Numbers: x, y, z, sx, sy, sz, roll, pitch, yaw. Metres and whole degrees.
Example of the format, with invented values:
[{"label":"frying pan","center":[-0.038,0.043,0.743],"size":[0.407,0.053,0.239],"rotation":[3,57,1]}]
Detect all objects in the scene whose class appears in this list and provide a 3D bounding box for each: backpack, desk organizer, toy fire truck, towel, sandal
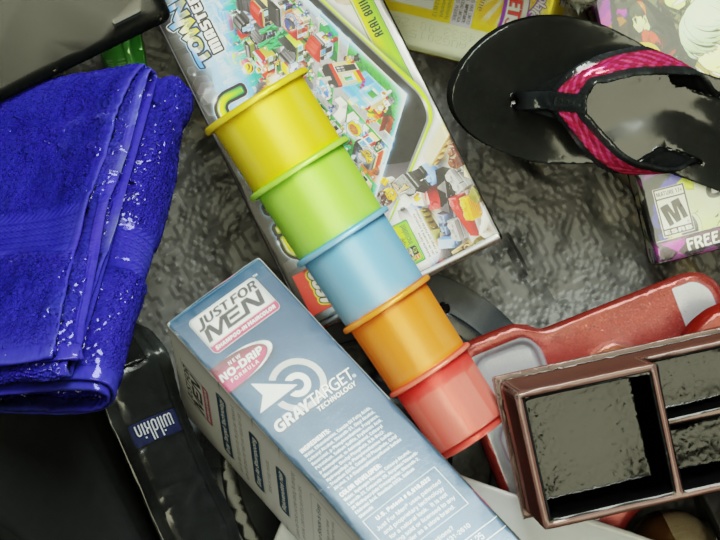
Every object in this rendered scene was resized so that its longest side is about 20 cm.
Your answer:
[{"label":"backpack","center":[-0.154,0.149,1.439],"size":[0.191,0.154,0.200],"rotation":[50,53,-6]},{"label":"desk organizer","center":[0.170,0.066,1.393],"size":[0.199,0.077,0.072],"rotation":[-12,92,-2]},{"label":"toy fire truck","center":[0.152,0.105,1.489],"size":[0.168,0.112,0.201],"rotation":[-20,94,-2]},{"label":"towel","center":[-0.167,-0.017,1.412],"size":[0.147,0.050,0.200],"rotation":[-4,48,19]},{"label":"sandal","center":[0.143,-0.079,1.468],"size":[0.199,0.045,0.075],"rotation":[13,97,-9]}]

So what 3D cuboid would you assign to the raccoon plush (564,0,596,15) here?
[{"label":"raccoon plush","center":[0.055,-0.210,1.470],"size":[0.134,0.200,0.097],"rotation":[15,120,-37]}]

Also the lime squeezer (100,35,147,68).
[{"label":"lime squeezer","center":[-0.137,-0.101,1.513],"size":[0.071,0.038,0.200],"rotation":[25,92,28]}]

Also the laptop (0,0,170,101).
[{"label":"laptop","center":[-0.224,-0.183,1.478],"size":[0.187,0.116,0.200],"rotation":[-26,104,-1]}]

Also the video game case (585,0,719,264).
[{"label":"video game case","center":[0.225,-0.114,1.523],"size":[0.199,0.036,0.182],"rotation":[-14,91,-2]}]

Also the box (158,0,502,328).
[{"label":"box","center":[-0.020,-0.081,1.486],"size":[0.110,0.035,0.200],"rotation":[-27,86,2]}]

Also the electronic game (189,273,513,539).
[{"label":"electronic game","center":[0.008,0.096,1.518],"size":[0.199,0.042,0.201],"rotation":[1,85,-7]}]

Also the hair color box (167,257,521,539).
[{"label":"hair color box","center":[-0.007,0.098,1.407],"size":[0.060,0.100,0.200],"rotation":[-37,67,-17]}]

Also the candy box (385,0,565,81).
[{"label":"candy box","center":[0.070,-0.204,1.503],"size":[0.102,0.026,0.201],"rotation":[15,92,15]}]

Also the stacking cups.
[{"label":"stacking cups","center":[0.000,0.000,1.441],"size":[0.060,0.061,0.200],"rotation":[-32,94,-1]}]

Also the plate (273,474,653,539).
[{"label":"plate","center":[0.037,0.198,1.429],"size":[0.199,0.032,0.200],"rotation":[19,66,11]}]
